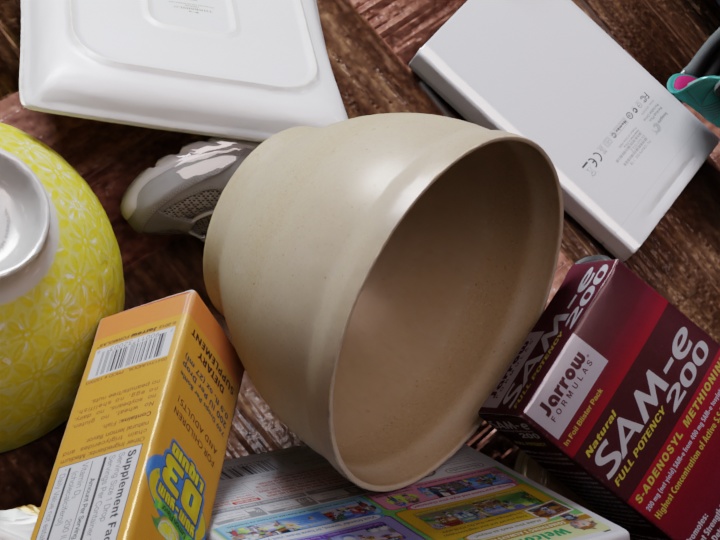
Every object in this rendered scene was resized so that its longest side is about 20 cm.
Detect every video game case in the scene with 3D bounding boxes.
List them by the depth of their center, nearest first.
[{"bbox_3d":[0.010,0.133,0.836,0.199,0.182,0.022,-6,108,-35],"label":"video game case"}]

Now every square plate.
[{"bbox_3d":[-0.109,-0.153,0.965,0.198,0.029,0.199,7,41,-19],"label":"square plate"}]

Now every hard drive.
[{"bbox_3d":[0.145,-0.117,1.100,0.200,0.027,0.132,43,58,0],"label":"hard drive"}]

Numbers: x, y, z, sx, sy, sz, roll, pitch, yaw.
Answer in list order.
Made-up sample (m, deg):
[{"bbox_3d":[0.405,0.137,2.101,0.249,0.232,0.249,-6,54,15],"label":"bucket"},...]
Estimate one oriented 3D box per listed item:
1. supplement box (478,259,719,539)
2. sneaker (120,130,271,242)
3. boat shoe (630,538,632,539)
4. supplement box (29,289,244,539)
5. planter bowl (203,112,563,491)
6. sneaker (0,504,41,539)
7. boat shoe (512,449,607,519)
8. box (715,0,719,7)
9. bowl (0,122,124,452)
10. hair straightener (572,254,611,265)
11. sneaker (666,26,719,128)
[{"bbox_3d":[0.178,0.097,0.890,0.199,0.061,0.109,38,75,-13],"label":"supplement box"},{"bbox_3d":[-0.045,-0.033,0.950,0.198,0.075,0.083,-2,66,-24],"label":"sneaker"},{"bbox_3d":[0.187,0.252,0.926,0.063,0.070,0.202,27,43,-47],"label":"boat shoe"},{"bbox_3d":[-0.112,0.103,0.791,0.067,0.068,0.201,59,26,-34],"label":"supplement box"},{"bbox_3d":[0.000,0.000,0.856,0.134,0.201,0.200,26,51,32],"label":"planter bowl"},{"bbox_3d":[-0.213,0.158,0.791,0.198,0.075,0.089,13,62,-16],"label":"sneaker"},{"bbox_3d":[0.179,0.121,0.953,0.199,0.065,0.073,0,93,-36],"label":"boat shoe"},{"bbox_3d":[0.349,-0.263,1.141,0.117,0.197,0.201,-24,76,-45],"label":"box"},{"bbox_3d":[-0.215,-0.010,0.850,0.198,0.108,0.202,10,62,-19],"label":"bowl"},{"bbox_3d":[0.123,0.076,0.985,0.077,0.041,0.201,40,61,-35],"label":"hair straightener"},{"bbox_3d":[0.264,-0.093,1.077,0.120,0.084,0.202,15,90,-15],"label":"sneaker"}]
